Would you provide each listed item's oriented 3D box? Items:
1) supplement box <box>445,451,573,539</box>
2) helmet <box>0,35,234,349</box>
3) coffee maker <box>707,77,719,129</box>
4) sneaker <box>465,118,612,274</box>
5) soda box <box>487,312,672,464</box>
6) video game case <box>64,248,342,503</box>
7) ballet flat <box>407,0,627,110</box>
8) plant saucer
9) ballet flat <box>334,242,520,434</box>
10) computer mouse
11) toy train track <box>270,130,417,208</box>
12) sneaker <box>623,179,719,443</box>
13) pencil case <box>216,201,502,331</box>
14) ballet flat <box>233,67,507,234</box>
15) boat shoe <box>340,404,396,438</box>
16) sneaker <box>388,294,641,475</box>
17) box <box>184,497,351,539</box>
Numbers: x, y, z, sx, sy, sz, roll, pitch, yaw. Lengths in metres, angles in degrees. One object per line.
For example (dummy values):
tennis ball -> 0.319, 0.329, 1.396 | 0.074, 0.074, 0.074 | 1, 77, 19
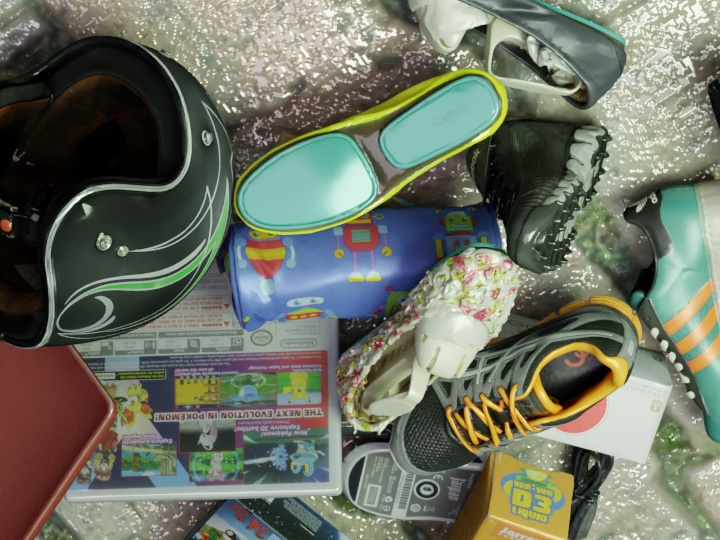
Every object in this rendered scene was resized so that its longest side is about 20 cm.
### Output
supplement box -> 0.094, 0.224, 1.490 | 0.066, 0.069, 0.200 | 18, 132, -4
helmet -> -0.180, -0.054, 1.366 | 0.200, 0.191, 0.200 | 31, 136, 35
coffee maker -> 0.359, -0.086, 1.366 | 0.200, 0.135, 0.192 | -25, 109, 11
sneaker -> 0.110, -0.055, 1.360 | 0.090, 0.200, 0.067 | 15, 117, 10
soda box -> 0.123, 0.077, 1.472 | 0.200, 0.064, 0.068 | 15, 111, -4
video game case -> -0.114, 0.074, 1.448 | 0.200, 0.023, 0.183 | -2, 77, 4
ballet flat -> 0.089, -0.169, 1.372 | 0.200, 0.073, 0.073 | 27, 109, -11
plant saucer -> -0.265, 0.110, 1.457 | 0.037, 0.200, 0.200 | 12, 119, -51
ballet flat -> 0.047, 0.055, 1.362 | 0.076, 0.064, 0.200 | 19, 144, -19
computer mouse -> 0.083, 0.155, 1.513 | 0.200, 0.044, 0.110 | 11, 124, -5
toy train track -> 0.022, -0.044, 1.449 | 0.200, 0.033, 0.115 | 30, 106, -16
sneaker -> 0.236, 0.034, 1.453 | 0.080, 0.071, 0.200 | -9, 104, 8
pencil case -> 0.000, 0.000, 1.403 | 0.200, 0.078, 0.087 | -5, 139, -5
ballet flat -> 0.009, -0.081, 1.374 | 0.200, 0.067, 0.067 | -25, 99, 4
boat shoe -> -0.068, 0.113, 1.476 | 0.200, 0.070, 0.066 | 7, 75, 2
sneaker -> 0.106, 0.087, 1.402 | 0.200, 0.077, 0.078 | -33, 107, 14
box -> -0.037, 0.246, 1.503 | 0.200, 0.038, 0.137 | 39, 139, -2
